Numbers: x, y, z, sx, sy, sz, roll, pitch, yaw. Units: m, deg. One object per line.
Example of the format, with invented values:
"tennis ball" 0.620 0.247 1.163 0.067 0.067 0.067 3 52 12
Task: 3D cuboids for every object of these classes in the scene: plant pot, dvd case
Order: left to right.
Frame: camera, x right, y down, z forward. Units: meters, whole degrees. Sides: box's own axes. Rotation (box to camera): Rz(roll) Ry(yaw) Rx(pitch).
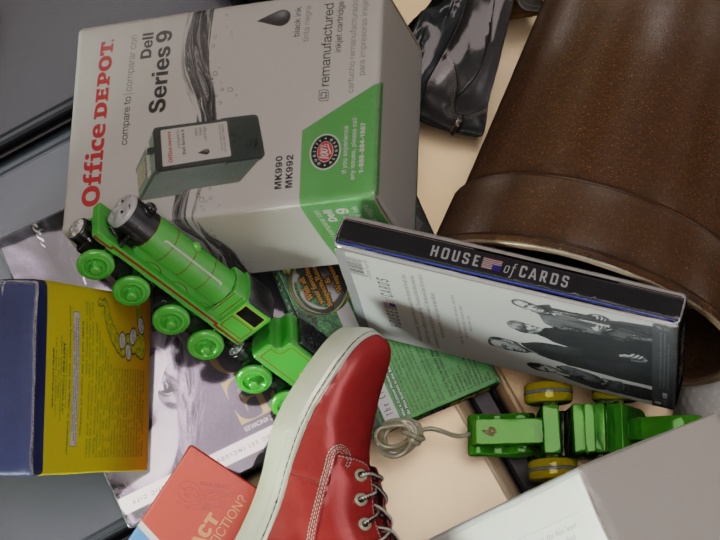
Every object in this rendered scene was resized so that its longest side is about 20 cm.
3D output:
"dvd case" -0.119 0.039 1.579 0.149 0.016 0.200 -25 83 -5
"dvd case" 0.089 0.026 1.472 0.200 0.150 0.025 14 71 11
"plant pot" 0.157 -0.059 1.517 0.200 0.200 0.198 19 71 2

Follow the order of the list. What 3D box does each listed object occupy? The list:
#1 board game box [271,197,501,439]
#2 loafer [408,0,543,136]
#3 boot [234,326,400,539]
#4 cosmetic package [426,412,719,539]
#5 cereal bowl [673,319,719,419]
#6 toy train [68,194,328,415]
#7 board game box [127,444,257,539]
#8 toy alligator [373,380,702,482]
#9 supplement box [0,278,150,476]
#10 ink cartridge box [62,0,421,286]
"board game box" 0.000 0.000 1.578 0.105 0.023 0.200 -21 81 -14
"loafer" 0.084 -0.179 1.595 0.072 0.073 0.200 27 91 -6
"boot" 0.011 0.142 1.461 0.144 0.072 0.200 19 89 28
"cosmetic package" 0.146 0.214 1.451 0.123 0.199 0.200 -19 82 -39
"cereal bowl" 0.295 0.073 1.548 0.200 0.083 0.200 0 81 -2
"toy train" -0.087 0.021 1.493 0.056 0.042 0.200 -36 124 24
"board game box" -0.062 0.223 1.531 0.200 0.040 0.153 33 82 -1
"toy alligator" 0.109 0.101 1.556 0.200 0.054 0.059 -3 79 4
"supplement box" -0.203 0.062 1.468 0.109 0.200 0.110 1 86 13
"ink cartridge box" -0.070 -0.078 1.520 0.200 0.084 0.146 -7 64 17
